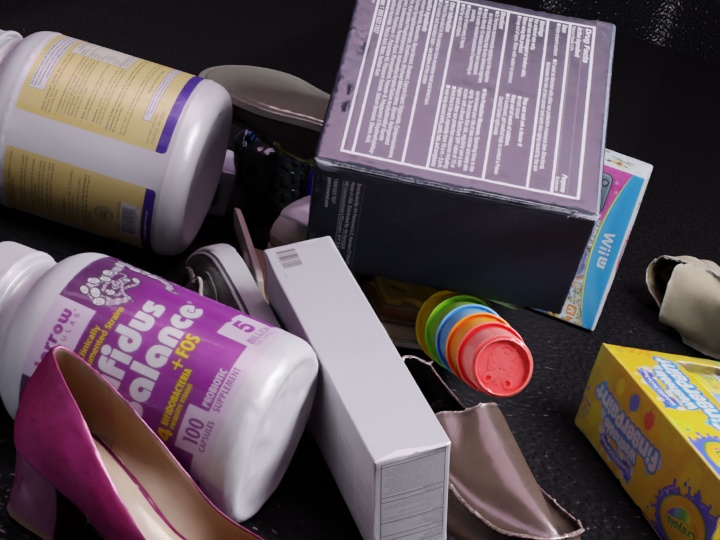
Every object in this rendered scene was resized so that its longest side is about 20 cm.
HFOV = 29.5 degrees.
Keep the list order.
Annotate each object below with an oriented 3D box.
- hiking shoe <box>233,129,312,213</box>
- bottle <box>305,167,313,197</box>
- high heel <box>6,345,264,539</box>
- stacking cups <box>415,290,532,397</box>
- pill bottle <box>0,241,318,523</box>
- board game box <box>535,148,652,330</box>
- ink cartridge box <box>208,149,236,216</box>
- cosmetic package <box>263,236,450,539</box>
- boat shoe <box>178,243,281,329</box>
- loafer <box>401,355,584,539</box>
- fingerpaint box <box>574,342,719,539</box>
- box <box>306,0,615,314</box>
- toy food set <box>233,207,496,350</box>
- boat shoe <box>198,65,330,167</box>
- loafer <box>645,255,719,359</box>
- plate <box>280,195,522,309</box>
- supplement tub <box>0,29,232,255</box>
[{"bbox_3d":[-0.087,-0.101,1.292,0.086,0.075,0.200,18,10,12],"label":"hiking shoe"},{"bbox_3d":[0.035,-0.080,1.325,0.083,0.066,0.200,25,22,33],"label":"bottle"},{"bbox_3d":[-0.091,0.116,0.687,0.199,0.097,0.067,21,21,12],"label":"high heel"},{"bbox_3d":[0.081,0.047,0.952,0.060,0.061,0.200,14,1,-6],"label":"stacking cups"},{"bbox_3d":[-0.134,0.056,0.785,0.199,0.113,0.112,22,21,14],"label":"pill bottle"},{"bbox_3d":[0.141,-0.054,1.222,0.199,0.148,0.064,20,19,11],"label":"board game box"},{"bbox_3d":[-0.200,-0.121,1.279,0.161,0.050,0.200,12,24,-13],"label":"ink cartridge box"},{"bbox_3d":[-0.005,0.071,0.828,0.050,0.083,0.200,-12,40,-17],"label":"cosmetic package"},{"bbox_3d":[-0.103,0.032,0.925,0.063,0.071,0.200,-7,19,-18],"label":"boat shoe"},{"bbox_3d":[0.063,0.116,0.837,0.073,0.071,0.200,-3,28,-40],"label":"loafer"},{"bbox_3d":[0.265,0.133,0.941,0.166,0.074,0.200,9,22,-18],"label":"fingerpaint box"},{"bbox_3d":[0.075,-0.094,1.012,0.197,0.124,0.201,11,52,2],"label":"box"},{"bbox_3d":[0.000,0.000,1.103,0.199,0.061,0.144,9,21,-17],"label":"toy food set"},{"bbox_3d":[-0.047,-0.118,1.145,0.200,0.061,0.072,19,37,15],"label":"boat shoe"},{"bbox_3d":[0.308,0.035,1.234,0.068,0.076,0.200,11,12,-9],"label":"loafer"},{"bbox_3d":[0.054,-0.030,1.116,0.199,0.032,0.200,23,11,11],"label":"plate"},{"bbox_3d":[-0.216,-0.106,1.092,0.199,0.146,0.145,18,21,3],"label":"supplement tub"}]
